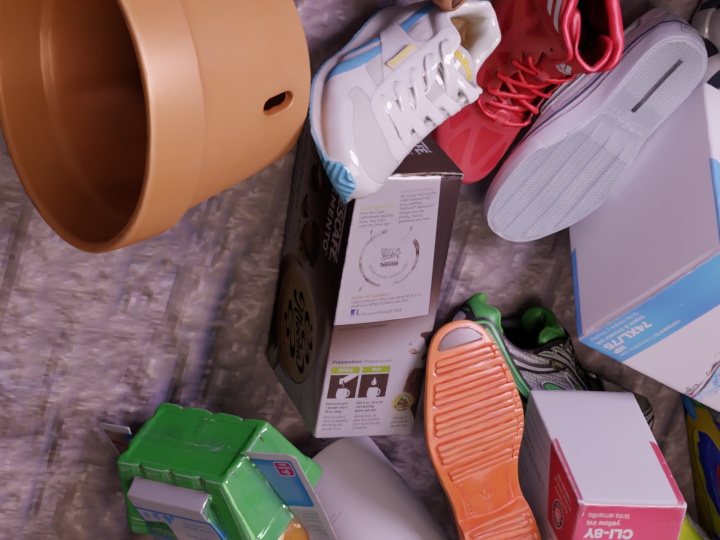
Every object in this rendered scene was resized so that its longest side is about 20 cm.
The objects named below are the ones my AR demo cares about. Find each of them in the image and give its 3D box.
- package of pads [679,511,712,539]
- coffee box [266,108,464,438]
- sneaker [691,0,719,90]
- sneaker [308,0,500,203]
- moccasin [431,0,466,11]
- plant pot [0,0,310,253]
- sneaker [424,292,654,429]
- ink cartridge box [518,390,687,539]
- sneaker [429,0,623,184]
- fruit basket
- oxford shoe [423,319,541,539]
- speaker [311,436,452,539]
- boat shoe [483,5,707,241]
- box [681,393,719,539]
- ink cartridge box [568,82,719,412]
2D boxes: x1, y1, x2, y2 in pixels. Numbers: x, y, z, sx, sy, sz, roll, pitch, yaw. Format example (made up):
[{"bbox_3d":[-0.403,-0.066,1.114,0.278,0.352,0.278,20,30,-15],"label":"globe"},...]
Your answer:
[{"bbox_3d":[0.170,0.238,1.812,0.200,0.068,0.155,-40,126,3],"label":"package of pads"},{"bbox_3d":[0.000,0.000,1.583,0.079,0.113,0.202,-1,118,-22],"label":"coffee box"},{"bbox_3d":[0.292,-0.153,1.605,0.079,0.130,0.201,5,116,-23],"label":"sneaker"},{"bbox_3d":[0.028,-0.118,1.476,0.080,0.201,0.077,-9,123,30],"label":"sneaker"},{"bbox_3d":[0.108,-0.254,1.491,0.201,0.078,0.074,-45,154,-6],"label":"moccasin"},{"bbox_3d":[-0.125,-0.123,1.430,0.139,0.200,0.202,-15,124,-35],"label":"plant pot"},{"bbox_3d":[0.144,0.080,1.707,0.199,0.078,0.086,22,107,-30],"label":"sneaker"},{"bbox_3d":[0.158,0.208,1.653,0.083,0.145,0.202,2,119,-13],"label":"ink cartridge box"},{"bbox_3d":[0.109,-0.134,1.550,0.078,0.116,0.201,8,114,-25],"label":"sneaker"},{"bbox_3d":[-0.085,0.193,1.627,0.094,0.184,0.201,-47,130,-36],"label":"fruit basket"},{"bbox_3d":[0.075,0.125,1.602,0.071,0.073,0.202,-13,108,-11],"label":"oxford shoe"},{"bbox_3d":[0.032,0.214,1.658,0.081,0.200,0.082,-30,149,-20],"label":"speaker"},{"bbox_3d":[0.165,-0.102,1.621,0.200,0.067,0.073,-41,117,16],"label":"boat shoe"},{"bbox_3d":[0.349,0.179,1.775,0.121,0.193,0.201,-20,123,-10],"label":"box"},{"bbox_3d":[0.269,-0.004,1.641,0.199,0.148,0.146,26,136,-31],"label":"ink cartridge box"}]
